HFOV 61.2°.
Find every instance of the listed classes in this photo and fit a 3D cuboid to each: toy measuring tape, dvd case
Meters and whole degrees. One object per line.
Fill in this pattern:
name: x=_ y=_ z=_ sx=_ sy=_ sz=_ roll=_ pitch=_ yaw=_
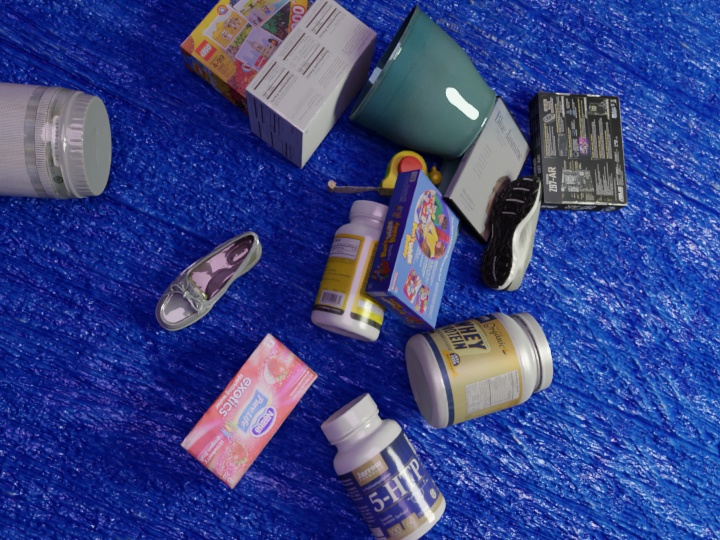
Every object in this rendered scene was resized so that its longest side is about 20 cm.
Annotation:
toy measuring tape: x=0.041 y=-0.164 z=1.016 sx=0.195 sy=0.074 sz=0.076 roll=0 pitch=80 yaw=-8
dvd case: x=0.218 y=-0.166 z=1.022 sx=0.142 sy=0.017 sz=0.203 roll=39 pitch=73 yaw=-42

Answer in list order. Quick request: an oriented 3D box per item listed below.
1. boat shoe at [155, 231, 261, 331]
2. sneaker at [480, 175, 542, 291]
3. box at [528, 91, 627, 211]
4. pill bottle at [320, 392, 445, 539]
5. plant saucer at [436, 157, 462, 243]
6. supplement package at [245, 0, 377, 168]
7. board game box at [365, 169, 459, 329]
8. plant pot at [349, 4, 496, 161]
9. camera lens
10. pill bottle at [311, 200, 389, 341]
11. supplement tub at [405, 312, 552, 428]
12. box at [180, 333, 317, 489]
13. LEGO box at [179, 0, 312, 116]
boat shoe: x=-0.237 y=0.013 z=0.949 sx=0.201 sy=0.065 sz=0.075 roll=-39 pitch=87 yaw=-12
sneaker: x=0.261 y=-0.062 z=1.027 sx=0.079 sy=0.073 sz=0.204 roll=20 pitch=87 yaw=-46
box: x=0.386 y=-0.210 z=1.084 sx=0.156 sy=0.044 sz=0.205 roll=0 pitch=81 yaw=-8
pill bottle: x=0.028 y=0.295 z=0.912 sx=0.118 sy=0.120 sz=0.202 roll=-32 pitch=86 yaw=-12
plant saucer: x=0.148 y=-0.104 z=1.047 sx=0.069 sy=0.019 sz=0.204 roll=22 pitch=79 yaw=-3
supplement package: x=-0.079 y=-0.296 z=0.976 sx=0.110 sy=0.156 sz=0.202 roll=36 pitch=78 yaw=1
board game box: x=0.086 y=-0.031 z=0.938 sx=0.134 sy=0.044 sz=0.204 roll=39 pitch=59 yaw=-43
plant pot: x=0.109 y=-0.283 z=0.991 sx=0.186 sy=0.200 sz=0.203 roll=31 pitch=78 yaw=-12
camera lens: x=-0.489 y=-0.190 z=0.899 sx=0.195 sy=0.160 sz=0.164 roll=3 pitch=80 yaw=-7
pill bottle: x=0.000 y=0.000 z=0.960 sx=0.110 sy=0.112 sz=0.204 roll=17 pitch=79 yaw=-4
supplement tub: x=0.181 y=0.149 z=0.944 sx=0.196 sy=0.144 sz=0.148 roll=-14 pitch=83 yaw=-10
box: x=-0.162 y=0.206 z=0.912 sx=0.102 sy=0.095 sz=0.201 roll=39 pitch=78 yaw=-1
LEGO box: x=-0.177 y=-0.383 z=1.017 sx=0.148 sy=0.077 sz=0.202 roll=36 pitch=78 yaw=-1
